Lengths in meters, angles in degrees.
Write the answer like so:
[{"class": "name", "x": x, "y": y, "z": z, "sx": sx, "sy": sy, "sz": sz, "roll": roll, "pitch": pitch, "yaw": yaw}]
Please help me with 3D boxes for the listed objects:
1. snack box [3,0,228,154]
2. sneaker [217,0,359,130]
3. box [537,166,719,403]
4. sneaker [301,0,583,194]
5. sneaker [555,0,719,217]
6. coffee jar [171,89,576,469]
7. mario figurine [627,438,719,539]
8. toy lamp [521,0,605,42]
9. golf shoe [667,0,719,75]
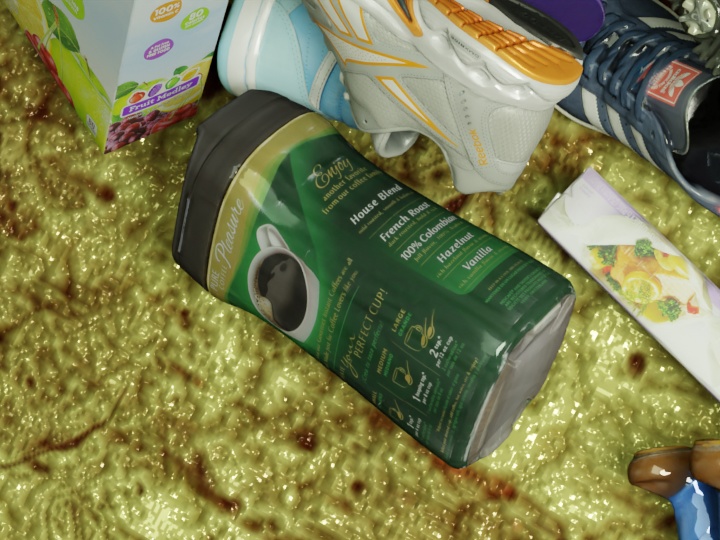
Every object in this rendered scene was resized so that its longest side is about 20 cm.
[{"class": "snack box", "x": -0.133, "y": -0.183, "z": 0.912, "sx": 0.067, "sy": 0.200, "sz": 0.169, "roll": -26, "pitch": 71, "yaw": -27}, {"class": "sneaker", "x": 0.021, "y": -0.161, "z": 0.928, "sx": 0.130, "sy": 0.079, "sz": 0.201, "roll": 25, "pitch": 99, "yaw": 20}, {"class": "box", "x": 0.167, "y": 0.033, "z": 0.874, "sx": 0.039, "sy": 0.041, "sz": 0.200, "roll": -46, "pitch": 74, "yaw": 6}, {"class": "sneaker", "x": 0.006, "y": -0.106, "z": 0.855, "sx": 0.200, "sy": 0.076, "sz": 0.092, "roll": 40, "pitch": 125, "yaw": 29}, {"class": "sneaker", "x": 0.144, "y": -0.088, "z": 0.875, "sx": 0.200, "sy": 0.084, "sz": 0.075, "roll": 36, "pitch": 93, "yaw": 18}, {"class": "coffee jar", "x": 0.000, "y": 0.000, "z": 0.895, "sx": 0.200, "sy": 0.085, "sz": 0.105, "roll": 35, "pitch": 137, "yaw": 17}, {"class": "mario figurine", "x": 0.155, "y": 0.177, "z": 0.816, "sx": 0.105, "sy": 0.123, "sz": 0.201, "roll": -9, "pitch": 80, "yaw": 11}, {"class": "toy lamp", "x": 0.088, "y": -0.206, "z": 0.903, "sx": 0.058, "sy": 0.058, "sz": 0.201, "roll": -8, "pitch": 60, "yaw": 15}, {"class": "golf shoe", "x": 0.164, "y": -0.143, "z": 0.805, "sx": 0.200, "sy": 0.088, "sz": 0.077, "roll": 43, "pitch": 128, "yaw": 24}]
